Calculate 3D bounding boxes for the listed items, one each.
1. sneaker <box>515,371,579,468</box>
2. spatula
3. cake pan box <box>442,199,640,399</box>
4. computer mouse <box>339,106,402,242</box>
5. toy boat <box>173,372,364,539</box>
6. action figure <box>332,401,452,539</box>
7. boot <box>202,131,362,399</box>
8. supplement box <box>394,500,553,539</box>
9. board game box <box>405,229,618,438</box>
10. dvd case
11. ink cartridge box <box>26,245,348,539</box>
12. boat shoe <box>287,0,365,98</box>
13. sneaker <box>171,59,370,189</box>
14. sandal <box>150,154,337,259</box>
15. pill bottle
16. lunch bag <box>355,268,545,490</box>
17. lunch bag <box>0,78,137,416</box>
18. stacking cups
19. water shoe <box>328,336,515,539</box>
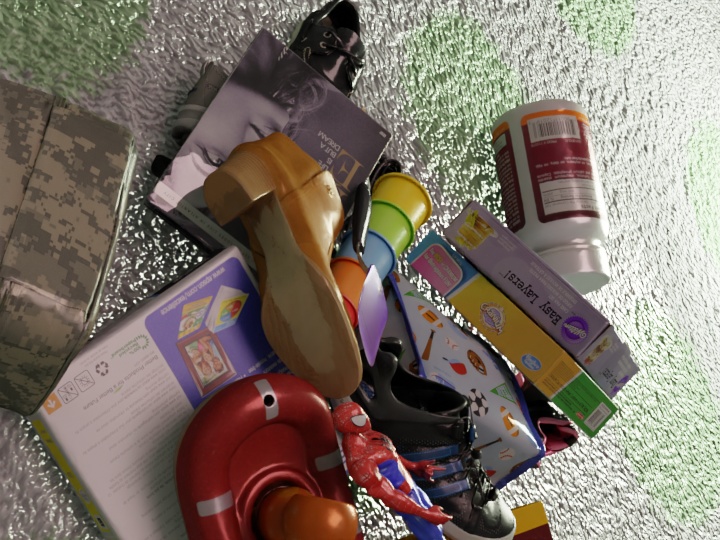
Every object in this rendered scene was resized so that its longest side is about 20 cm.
[{"bbox_3d":[0.177,0.151,1.306,0.199,0.094,0.080,-21,122,-59],"label":"sneaker"},{"bbox_3d":[0.005,-0.010,1.043,0.201,0.020,0.057,-96,172,-52],"label":"spatula"},{"bbox_3d":[0.179,0.031,1.273,0.184,0.052,0.200,47,3,24],"label":"cake pan box"},{"bbox_3d":[-0.024,-0.132,1.261,0.201,0.046,0.141,53,42,-19],"label":"computer mouse"},{"bbox_3d":[-0.048,0.172,0.919,0.129,0.130,0.203,-17,93,-33],"label":"toy boat"},{"bbox_3d":[0.038,0.168,0.958,0.201,0.051,0.066,51,12,-27],"label":"action figure"},{"bbox_3d":[-0.037,-0.013,1.018,0.203,0.070,0.144,60,26,-3],"label":"boot"},{"bbox_3d":[0.079,0.321,1.101,0.196,0.132,0.203,-4,76,-50],"label":"supplement box"},{"bbox_3d":[0.144,0.061,1.254,0.200,0.040,0.153,45,2,38],"label":"board game box"},{"bbox_3d":[-0.071,-0.086,1.095,0.148,0.016,0.201,38,60,-14],"label":"dvd case"},{"bbox_3d":[-0.123,0.118,0.981,0.197,0.047,0.202,-36,105,-30],"label":"ink cartridge box"},{"bbox_3d":[-0.025,-0.201,1.226,0.074,0.066,0.200,44,23,-17],"label":"boat shoe"},{"bbox_3d":[-0.066,-0.119,1.158,0.199,0.074,0.083,25,72,-34],"label":"sneaker"},{"bbox_3d":[-0.088,-0.057,1.126,0.199,0.075,0.045,30,95,-36],"label":"sandal"},{"bbox_3d":[0.215,-0.077,1.466,0.113,0.113,0.203,12,64,-46],"label":"pill bottle"},{"bbox_3d":[0.054,0.093,1.184,0.169,0.124,0.201,35,26,-34],"label":"lunch bag"},{"bbox_3d":[-0.254,-0.029,0.868,0.166,0.139,0.202,24,51,-20],"label":"lunch bag"},{"bbox_3d":[0.000,0.000,1.124,0.061,0.060,0.201,50,45,-21],"label":"stacking cups"},{"bbox_3d":[0.063,0.139,1.028,0.200,0.079,0.072,43,25,-12],"label":"water shoe"}]
